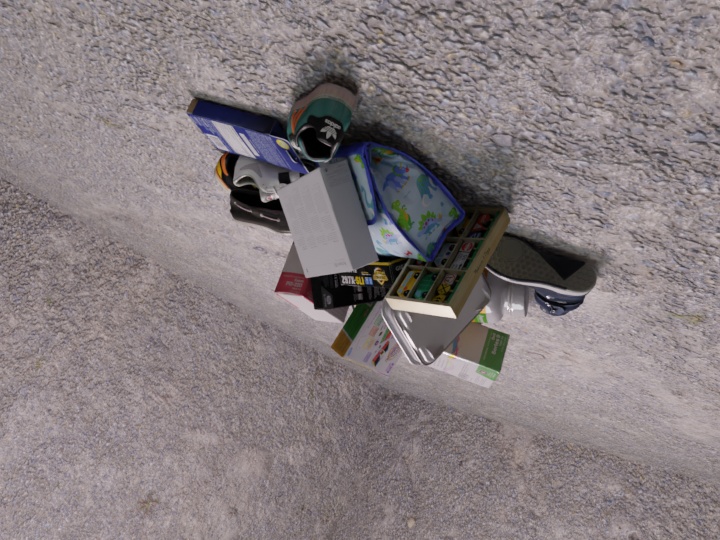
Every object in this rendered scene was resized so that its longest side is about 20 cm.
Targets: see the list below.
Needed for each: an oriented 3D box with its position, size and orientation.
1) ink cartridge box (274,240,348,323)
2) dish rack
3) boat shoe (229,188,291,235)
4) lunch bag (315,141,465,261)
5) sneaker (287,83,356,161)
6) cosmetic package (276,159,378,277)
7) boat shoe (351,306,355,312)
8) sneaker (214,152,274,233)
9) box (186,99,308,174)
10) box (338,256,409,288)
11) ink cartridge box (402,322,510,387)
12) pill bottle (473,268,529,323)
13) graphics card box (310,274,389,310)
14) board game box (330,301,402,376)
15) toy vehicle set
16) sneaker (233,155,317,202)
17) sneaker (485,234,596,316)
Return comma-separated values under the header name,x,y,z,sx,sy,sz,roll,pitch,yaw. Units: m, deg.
name,x,y,z,sx,sy,sz,roll,pitch,yaw
ink cartridge box,-0.069,-0.016,1.403,0.084,0.204,0.145,3,158,38
dish rack,0.137,0.052,1.162,0.043,0.200,0.173,28,157,50
boat shoe,-0.156,-0.109,1.277,0.196,0.067,0.058,9,132,24
lunch bag,0.031,-0.114,1.071,0.200,0.128,0.169,46,163,-23
sneaker,-0.068,-0.189,0.977,0.070,0.081,0.200,23,168,-15
cosmetic package,-0.055,-0.072,1.080,0.051,0.154,0.199,-18,-175,-24
boat shoe,-0.002,0.032,1.548,0.070,0.204,0.063,-10,169,-13
sneaker,-0.195,-0.147,1.343,0.199,0.070,0.090,41,160,-6
box,-0.181,-0.222,1.176,0.197,0.033,0.121,20,166,20
box,0.081,-0.019,1.232,0.197,0.050,0.158,-18,-167,-33
ink cartridge box,0.190,0.154,1.437,0.196,0.089,0.146,17,161,7
pill bottle,0.210,0.039,1.307,0.196,0.113,0.111,3,160,20
graphics card box,0.000,0.000,1.338,0.196,0.128,0.051,-9,-176,-29
board game box,0.039,0.132,1.490,0.040,0.155,0.199,33,180,36
toy vehicle set,0.134,-0.018,1.071,0.123,0.201,0.027,4,140,42
sneaker,-0.135,-0.153,1.248,0.196,0.090,0.074,17,164,16
sneaker,0.290,0.012,1.200,0.199,0.078,0.146,22,167,15
